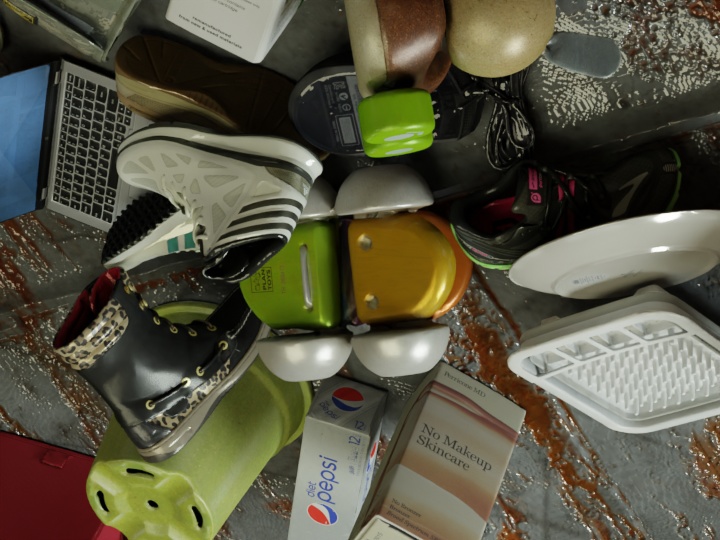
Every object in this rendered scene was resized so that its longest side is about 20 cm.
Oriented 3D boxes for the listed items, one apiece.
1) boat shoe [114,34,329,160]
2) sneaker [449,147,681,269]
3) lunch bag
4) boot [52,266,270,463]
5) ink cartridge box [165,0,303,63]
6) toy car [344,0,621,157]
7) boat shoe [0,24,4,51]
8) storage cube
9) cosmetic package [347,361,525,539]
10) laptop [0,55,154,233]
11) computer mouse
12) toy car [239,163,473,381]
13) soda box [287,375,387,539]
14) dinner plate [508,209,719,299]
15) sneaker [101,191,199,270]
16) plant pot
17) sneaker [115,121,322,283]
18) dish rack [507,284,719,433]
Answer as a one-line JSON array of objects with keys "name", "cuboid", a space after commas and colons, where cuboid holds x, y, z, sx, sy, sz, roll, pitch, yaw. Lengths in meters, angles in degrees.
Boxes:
[{"name": "boat shoe", "cuboid": [-0.115, -0.135, 1.542, 0.200, 0.071, 0.065, 26, 145, 9]}, {"name": "sneaker", "cuboid": [0.162, -0.051, 1.456, 0.200, 0.077, 0.084, -19, 151, 23]}, {"name": "lunch bag", "cuboid": [-0.240, -0.262, 1.445, 0.164, 0.118, 0.200, 33, 141, -8]}, {"name": "boot", "cuboid": [-0.175, 0.053, 1.638, 0.151, 0.200, 0.073, 48, 154, -25]}, {"name": "ink cartridge box", "cuboid": [-0.058, -0.276, 1.325, 0.084, 0.145, 0.200, 27, 136, 2]}, {"name": "toy car", "cuboid": [0.087, -0.186, 1.349, 0.199, 0.158, 0.165, -9, 87, 1]}, {"name": "boat shoe", "cuboid": [-0.395, -0.242, 1.559, 0.200, 0.076, 0.072, 44, 132, -18]}, {"name": "storage cube", "cuboid": [-0.353, 0.311, 1.972, 0.199, 0.180, 0.171, 15, 135, 12]}, {"name": "cosmetic package", "cuboid": [0.069, 0.194, 1.660, 0.103, 0.200, 0.087, 29, 135, -5]}, {"name": "laptop", "cuboid": [-0.273, -0.081, 1.622, 0.200, 0.116, 0.187, 22, 136, 5]}, {"name": "computer mouse", "cuboid": [0.042, -0.140, 1.478, 0.199, 0.053, 0.139, -1, 128, 9]}, {"name": "toy car", "cuboid": [0.000, 0.000, 1.558, 0.199, 0.150, 0.176, -5, 93, 23]}, {"name": "soda box", "cuboid": [-0.024, 0.195, 1.799, 0.068, 0.064, 0.200, 16, 135, 8]}, {"name": "dinner plate", "cuboid": [0.217, -0.007, 1.445, 0.200, 0.024, 0.200, -7, 164, -2]}, {"name": "sneaker", "cuboid": [-0.143, -0.036, 1.626, 0.200, 0.070, 0.093, -32, 122, 28]}, {"name": "plant pot", "cuboid": [-0.169, 0.165, 1.751, 0.200, 0.184, 0.201, 13, 134, 14]}, {"name": "sneaker", "cuboid": [-0.135, -0.054, 1.494, 0.200, 0.116, 0.076, 5, 154, 33]}, {"name": "dish rack", "cuboid": [0.241, 0.074, 1.544, 0.171, 0.044, 0.200, -21, 142, 36]}]
